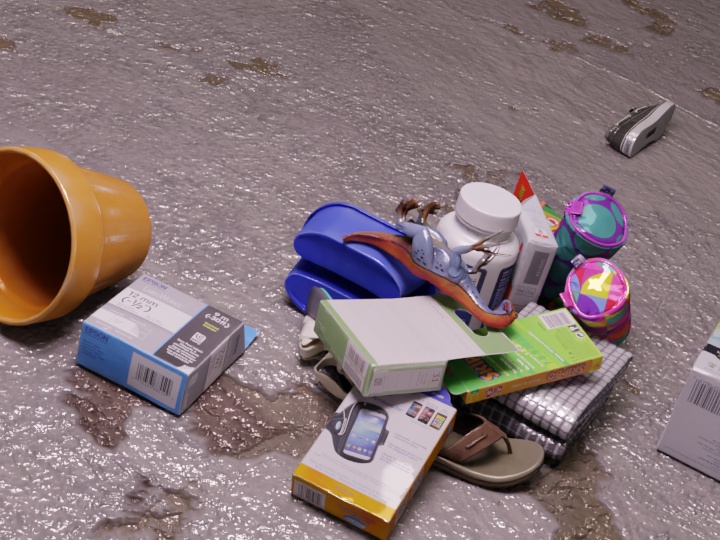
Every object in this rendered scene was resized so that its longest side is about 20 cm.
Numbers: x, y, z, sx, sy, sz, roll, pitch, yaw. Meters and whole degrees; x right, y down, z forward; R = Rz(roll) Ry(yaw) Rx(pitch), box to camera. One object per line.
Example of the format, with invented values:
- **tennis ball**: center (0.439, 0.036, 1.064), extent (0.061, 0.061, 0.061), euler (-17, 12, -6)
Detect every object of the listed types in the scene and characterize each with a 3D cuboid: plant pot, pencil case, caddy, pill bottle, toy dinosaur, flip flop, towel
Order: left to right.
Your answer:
- **plant pot**: center (-0.351, -0.046, 1.633), extent (0.199, 0.202, 0.183), euler (32, 20, 24)
- **caddy**: center (0.000, 0.000, 1.753), extent (0.198, 0.143, 0.105), euler (27, 36, 16)
- **toy dinosaur**: center (0.105, 0.001, 1.647), extent (0.105, 0.199, 0.183), euler (16, 50, -61)
- **flip flop**: center (0.117, 0.192, 1.585), extent (0.197, 0.058, 0.081), euler (17, 31, 1)
- **pill bottle**: center (0.139, -0.006, 1.768), extent (0.109, 0.202, 0.111), euler (12, 31, -7)
- **towel**: center (0.221, 0.136, 1.700), extent (0.164, 0.086, 0.200), euler (27, 35, 20)
- **pencil case**: center (0.280, -0.033, 1.820), extent (0.092, 0.200, 0.085), euler (35, 64, 1)
- **pencil case**: center (0.307, 0.046, 1.786), extent (0.088, 0.089, 0.200), euler (29, -8, 21)

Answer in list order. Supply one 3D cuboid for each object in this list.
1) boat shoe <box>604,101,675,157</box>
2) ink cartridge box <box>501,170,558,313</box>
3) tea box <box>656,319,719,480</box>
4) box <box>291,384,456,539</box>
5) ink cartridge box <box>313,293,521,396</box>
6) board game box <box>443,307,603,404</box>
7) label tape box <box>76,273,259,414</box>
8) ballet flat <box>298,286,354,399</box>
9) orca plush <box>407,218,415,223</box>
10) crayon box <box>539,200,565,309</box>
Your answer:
- **boat shoe**: center (0.502, -0.266, 2.465), extent (0.063, 0.071, 0.199), euler (32, 36, 22)
- **ink cartridge box**: center (0.199, -0.023, 1.859), extent (0.049, 0.164, 0.201), euler (7, 32, -16)
- **tea box**: center (0.506, 0.173, 1.722), extent (0.198, 0.135, 0.197), euler (26, 32, 16)
- **box**: center (0.022, 0.191, 1.516), extent (0.118, 0.042, 0.200), euler (24, 45, 16)
- **ink cartridge box**: center (0.064, 0.082, 1.593), extent (0.198, 0.048, 0.146), euler (-1, 29, -29)
- **board game box**: center (0.177, 0.101, 1.627), extent (0.197, 0.030, 0.096), euler (-10, 40, -21)
- **label tape box**: center (-0.218, 0.069, 1.617), extent (0.142, 0.067, 0.200), euler (25, 34, 13)
- **ballet flat**: center (-0.033, 0.097, 1.657), extent (0.072, 0.074, 0.201), euler (-8, 45, -34)
- **orca plush**: center (0.077, -0.035, 1.907), extent (0.199, 0.072, 0.105), euler (-16, 44, -41)
- **crayon box**: center (0.269, -0.025, 2.001), extent (0.126, 0.051, 0.200), euler (-7, 39, -34)
